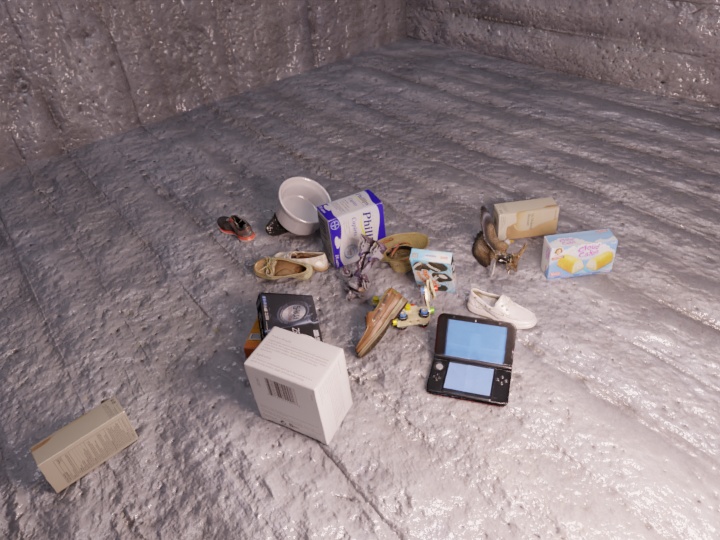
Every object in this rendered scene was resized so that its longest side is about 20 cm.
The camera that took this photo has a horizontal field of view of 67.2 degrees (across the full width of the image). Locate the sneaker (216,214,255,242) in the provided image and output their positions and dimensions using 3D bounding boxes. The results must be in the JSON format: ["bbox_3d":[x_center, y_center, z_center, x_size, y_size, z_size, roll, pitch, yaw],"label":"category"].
[{"bbox_3d":[-0.455,-0.175,1.974,0.198,0.083,0.077,24,46,34],"label":"sneaker"}]

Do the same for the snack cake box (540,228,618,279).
[{"bbox_3d":[0.646,-0.049,1.610,0.196,0.117,0.068,-7,37,0],"label":"snack cake box"}]

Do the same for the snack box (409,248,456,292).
[{"bbox_3d":[0.210,0.003,1.547,0.114,0.201,0.038,7,66,17],"label":"snack box"}]

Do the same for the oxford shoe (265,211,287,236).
[{"bbox_3d":[-0.289,-0.185,1.986,0.083,0.074,0.200,1,32,35],"label":"oxford shoe"}]

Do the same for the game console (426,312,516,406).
[{"bbox_3d":[0.270,0.215,1.322,0.196,0.120,0.173,7,39,18],"label":"game console"}]

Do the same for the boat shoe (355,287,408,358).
[{"bbox_3d":[0.043,0.138,1.446,0.068,0.072,0.201,37,80,13],"label":"boat shoe"}]

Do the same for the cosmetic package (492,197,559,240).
[{"bbox_3d":[0.540,-0.169,1.783,0.196,0.107,0.072,-8,38,0],"label":"cosmetic package"}]

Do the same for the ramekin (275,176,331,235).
[{"bbox_3d":[-0.208,-0.223,1.924,0.197,0.098,0.203,14,53,-19],"label":"ramekin"}]

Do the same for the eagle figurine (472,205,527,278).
[{"bbox_3d":[0.410,-0.079,1.670,0.200,0.153,0.150,45,22,28],"label":"eagle figurine"}]

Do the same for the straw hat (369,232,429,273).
[{"bbox_3d":[0.129,-0.041,1.707,0.197,0.086,0.202,-13,26,6],"label":"straw hat"}]

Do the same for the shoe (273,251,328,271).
[{"bbox_3d":[-0.199,-0.041,1.783,0.196,0.054,0.070,6,39,17],"label":"shoe"}]

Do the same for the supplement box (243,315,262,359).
[{"bbox_3d":[-0.258,0.167,1.511,0.067,0.067,0.201,2,37,14],"label":"supplement box"}]

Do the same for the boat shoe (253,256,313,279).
[{"bbox_3d":[-0.251,-0.010,1.721,0.196,0.063,0.075,1,80,8],"label":"boat shoe"}]

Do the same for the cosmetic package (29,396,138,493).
[{"bbox_3d":[-0.627,0.395,1.241,0.199,0.107,0.071,-31,42,-31],"label":"cosmetic package"}]

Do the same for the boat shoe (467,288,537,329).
[{"bbox_3d":[0.388,0.100,1.493,0.197,0.070,0.071,17,41,27],"label":"boat shoe"}]

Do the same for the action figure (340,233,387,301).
[{"bbox_3d":[0.000,0.000,1.627,0.129,0.069,0.203,24,89,40],"label":"action figure"}]

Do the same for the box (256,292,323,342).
[{"bbox_3d":[-0.191,0.151,1.465,0.157,0.044,0.202,5,43,-23],"label":"box"}]

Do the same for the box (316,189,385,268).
[{"bbox_3d":[-0.026,-0.136,1.771,0.197,0.186,0.105,-22,38,-18],"label":"box"}]

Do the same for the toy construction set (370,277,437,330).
[{"bbox_3d":[0.131,0.100,1.527,0.197,0.093,0.132,-19,37,2],"label":"toy construction set"}]

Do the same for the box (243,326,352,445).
[{"bbox_3d":[-0.138,0.264,1.255,0.196,0.203,0.131,14,43,26],"label":"box"}]
